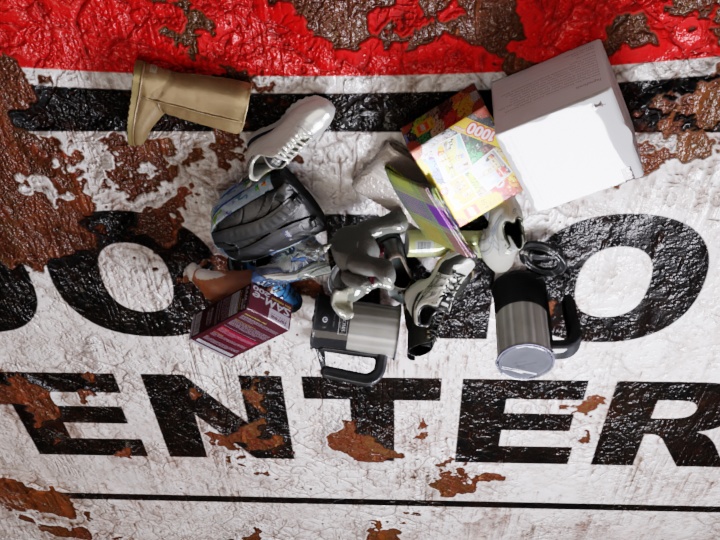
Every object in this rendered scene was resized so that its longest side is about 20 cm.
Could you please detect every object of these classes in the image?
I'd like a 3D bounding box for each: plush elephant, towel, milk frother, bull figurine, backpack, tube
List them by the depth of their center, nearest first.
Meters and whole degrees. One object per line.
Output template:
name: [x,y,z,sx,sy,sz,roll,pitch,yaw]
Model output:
towel: [0.125,-0.104,1.618,0.023,0.143,0.201,-47,130,-11]
towel: [0.094,-0.151,1.670,0.197,0.035,0.132,26,133,-24]
backpack: [-0.187,-0.101,1.676,0.198,0.155,0.163,-36,134,9]
plush elephant: [0.000,0.000,1.704,0.195,0.167,0.156,-4,140,13]
tube: [0.185,-0.052,1.770,0.195,0.053,0.058,0,179,-7]
milk frother: [0.337,0.075,1.781,0.177,0.191,0.201,-15,135,19]
bull figurine: [-0.262,0.039,1.796,0.195,0.066,0.123,3,135,14]
milk frother: [-0.015,0.144,1.936,0.183,0.200,0.185,8,97,-1]

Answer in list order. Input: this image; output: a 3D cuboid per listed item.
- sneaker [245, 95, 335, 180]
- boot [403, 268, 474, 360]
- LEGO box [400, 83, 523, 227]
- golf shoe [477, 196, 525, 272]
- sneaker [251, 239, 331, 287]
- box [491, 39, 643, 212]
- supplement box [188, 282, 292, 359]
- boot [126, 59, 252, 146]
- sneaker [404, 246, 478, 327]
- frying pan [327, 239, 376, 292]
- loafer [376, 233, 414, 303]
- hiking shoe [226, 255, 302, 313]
sneaker: [-0.121,-0.226,1.564,0.198,0.082,0.076,-31,127,30]
boot: [0.164,0.087,1.853,0.076,0.140,0.200,24,134,-23]
LEGO box: [0.181,-0.195,1.557,0.147,0.078,0.201,-30,130,12]
golf shoe: [0.272,-0.056,1.699,0.077,0.098,0.203,-19,135,-8]
sneaker: [-0.143,-0.018,1.745,0.076,0.087,0.198,-14,179,38]
box: [0.341,-0.234,1.489,0.196,0.133,0.200,-18,134,22]
supplement box: [-0.235,0.101,1.757,0.108,0.062,0.198,30,141,-34]
boot: [-0.296,-0.265,1.542,0.195,0.067,0.177,11,138,-11]
sneaker: [0.169,0.037,1.772,0.074,0.089,0.200,15,133,-33]
frying pan: [-0.014,-0.020,1.814,0.112,0.031,0.193,-11,131,-14]
loafer: [0.072,0.010,1.819,0.070,0.064,0.202,-18,139,0]
hiking shoe: [-0.181,0.021,1.845,0.086,0.076,0.199,-26,131,34]
